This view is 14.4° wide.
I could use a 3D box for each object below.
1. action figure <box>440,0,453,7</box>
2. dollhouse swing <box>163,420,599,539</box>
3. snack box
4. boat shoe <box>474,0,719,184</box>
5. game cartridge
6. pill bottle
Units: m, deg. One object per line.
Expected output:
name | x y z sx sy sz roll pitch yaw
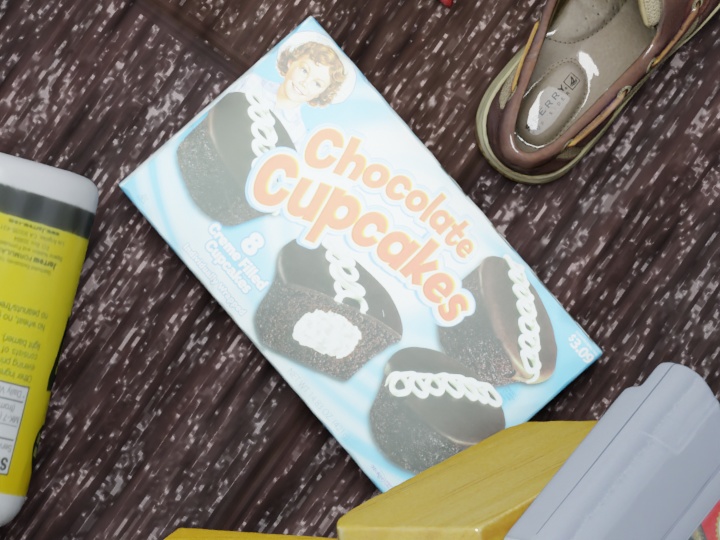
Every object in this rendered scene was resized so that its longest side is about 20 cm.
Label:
action figure | -0.051 -0.169 1.259 0.198 0.099 0.066 12 86 3
dollhouse swing | 0.030 0.175 1.239 0.181 0.175 0.202 -24 112 -43
snack box | 0.000 0.000 1.278 0.116 0.037 0.200 -41 88 -2
boat shoe | 0.122 -0.126 1.266 0.072 0.072 0.200 38 88 2
game cartridge | 0.129 0.156 1.191 0.133 0.041 0.201 -45 125 -29
pill bottle | -0.189 0.046 1.238 0.113 0.114 0.202 14 88 1
